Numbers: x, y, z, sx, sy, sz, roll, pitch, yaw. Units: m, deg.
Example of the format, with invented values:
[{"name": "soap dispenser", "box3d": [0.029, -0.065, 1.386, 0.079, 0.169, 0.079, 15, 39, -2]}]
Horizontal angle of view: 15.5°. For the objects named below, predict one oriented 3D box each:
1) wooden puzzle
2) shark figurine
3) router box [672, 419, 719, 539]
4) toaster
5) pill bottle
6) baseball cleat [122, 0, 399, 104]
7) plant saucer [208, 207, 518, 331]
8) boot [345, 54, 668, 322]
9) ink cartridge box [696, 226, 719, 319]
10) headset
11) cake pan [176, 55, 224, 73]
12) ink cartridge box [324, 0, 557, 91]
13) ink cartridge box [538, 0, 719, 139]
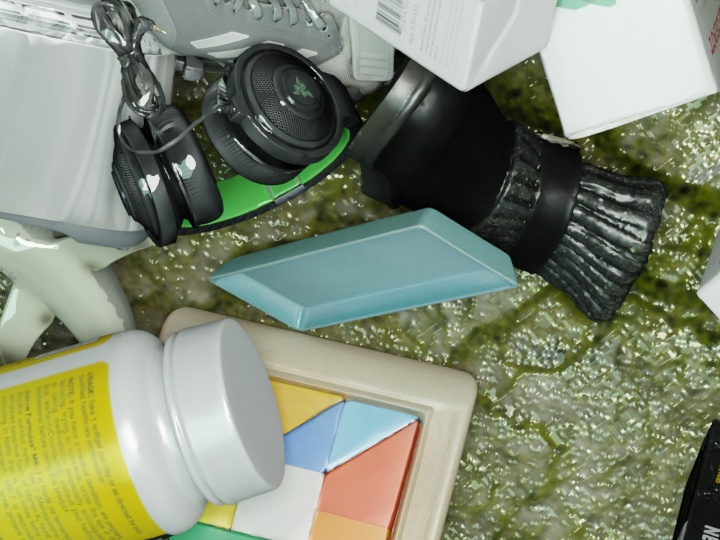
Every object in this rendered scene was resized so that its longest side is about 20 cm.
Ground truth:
[{"name": "wooden puzzle", "box3d": [-0.045, 0.127, 1.461, 0.184, 0.037, 0.201, 13, 72, 10]}, {"name": "shark figurine", "box3d": [-0.154, 0.028, 1.490, 0.128, 0.090, 0.215, -13, 117, 12]}, {"name": "router box", "box3d": [0.235, 0.162, 1.379, 0.149, 0.200, 0.051, 21, 114, 5]}, {"name": "toaster", "box3d": [-0.186, -0.099, 1.387, 0.199, 0.114, 0.130, 11, 110, -9]}, {"name": "pill bottle", "box3d": [-0.149, 0.097, 1.413, 0.199, 0.114, 0.115, -16, 104, 13]}, {"name": "baseball cleat", "box3d": [-0.049, -0.138, 1.335, 0.106, 0.200, 0.070, -27, 61, 20]}, {"name": "plant saucer", "box3d": [0.000, 0.000, 1.412, 0.070, 0.019, 0.200, 31, 155, -29]}, {"name": "boot", "box3d": [0.082, -0.049, 1.356, 0.157, 0.211, 0.080, 29, 84, 7]}, {"name": "ink cartridge box", "box3d": [0.274, -0.041, 1.330, 0.200, 0.145, 0.084, -42, 94, 22]}, {"name": "headset", "box3d": [-0.076, -0.075, 1.312, 0.123, 0.200, 0.094, -29, 75, 12]}, {"name": "cake pan", "box3d": [-0.082, -0.200, 1.420, 0.199, 0.037, 0.201, 4, 109, 12]}, {"name": "ink cartridge box", "box3d": [0.006, -0.189, 1.257, 0.200, 0.067, 0.116, 36, 136, 27]}, {"name": "ink cartridge box", "box3d": [0.119, -0.184, 1.319, 0.084, 0.146, 0.201, -15, 105, 16]}]
